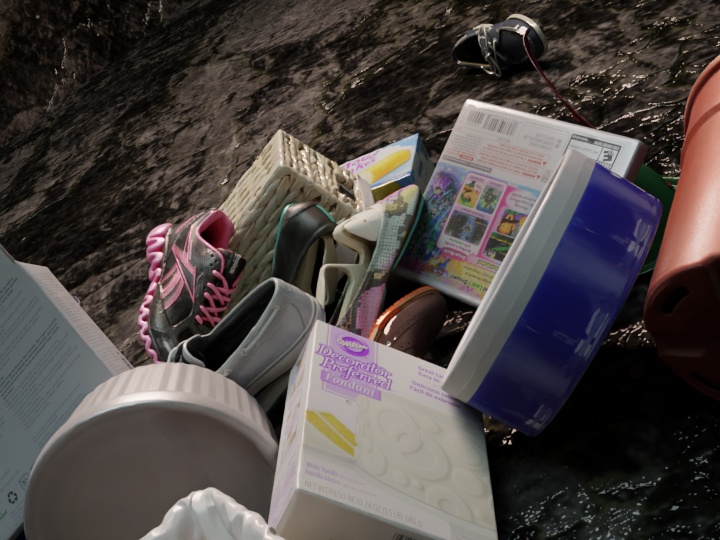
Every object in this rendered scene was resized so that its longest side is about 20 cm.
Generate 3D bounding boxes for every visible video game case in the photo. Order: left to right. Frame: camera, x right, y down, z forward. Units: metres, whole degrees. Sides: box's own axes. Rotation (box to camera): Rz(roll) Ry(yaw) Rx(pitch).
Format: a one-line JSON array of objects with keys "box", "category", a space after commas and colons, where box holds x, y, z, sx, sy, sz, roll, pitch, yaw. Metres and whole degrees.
[{"box": [0.136, -0.052, 0.944, 0.199, 0.024, 0.184, 23, 87, 42], "category": "video game case"}]

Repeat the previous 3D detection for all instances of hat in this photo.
[{"box": [0.199, -0.105, 0.945, 0.165, 0.177, 0.199, -40, 27, -22], "category": "hat"}]

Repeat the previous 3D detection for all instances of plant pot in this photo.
[{"box": [0.289, -0.022, 0.701, 0.199, 0.201, 0.196, -3, 43, 44], "category": "plant pot"}]

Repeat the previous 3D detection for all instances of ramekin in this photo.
[{"box": [-0.147, 0.164, 0.800, 0.200, 0.204, 0.094, -26, 22, 7], "category": "ramekin"}]

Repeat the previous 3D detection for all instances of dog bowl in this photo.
[{"box": [0.139, 0.017, 0.772, 0.202, 0.078, 0.200, -61, -5, -9], "category": "dog bowl"}]

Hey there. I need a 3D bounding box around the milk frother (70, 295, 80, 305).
[{"box": [-0.288, 0.166, 0.960, 0.179, 0.189, 0.200, -28, 25, 5], "category": "milk frother"}]

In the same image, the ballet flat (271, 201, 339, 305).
[{"box": [-0.062, 0.035, 1.007, 0.068, 0.203, 0.068, 22, 20, 29], "category": "ballet flat"}]

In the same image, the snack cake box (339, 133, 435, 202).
[{"box": [-0.009, -0.080, 1.258, 0.198, 0.068, 0.116, -20, 27, 19], "category": "snack cake box"}]

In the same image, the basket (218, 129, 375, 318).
[{"box": [-0.089, -0.028, 1.099, 0.201, 0.123, 0.136, -52, 19, 16], "category": "basket"}]

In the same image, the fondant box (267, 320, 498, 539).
[{"box": [0.017, 0.132, 0.746, 0.201, 0.143, 0.059, -88, 22, -62], "category": "fondant box"}]

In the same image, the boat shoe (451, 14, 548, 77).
[{"box": [0.191, -0.315, 1.468, 0.062, 0.075, 0.200, -34, 24, -14], "category": "boat shoe"}]

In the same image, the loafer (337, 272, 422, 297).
[{"box": [0.052, -0.001, 1.057, 0.199, 0.073, 0.071, -12, 40, 45], "category": "loafer"}]

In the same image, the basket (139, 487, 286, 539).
[{"box": [-0.082, 0.265, 0.585, 0.200, 0.162, 0.197, -41, 27, -21], "category": "basket"}]

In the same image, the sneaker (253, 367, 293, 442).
[{"box": [-0.106, 0.137, 0.905, 0.200, 0.078, 0.080, -45, 48, 0], "category": "sneaker"}]

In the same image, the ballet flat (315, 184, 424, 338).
[{"box": [0.000, 0.000, 0.961, 0.202, 0.070, 0.069, -71, 13, -17], "category": "ballet flat"}]

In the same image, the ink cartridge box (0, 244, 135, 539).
[{"box": [-0.302, 0.100, 0.881, 0.200, 0.200, 0.041, -46, -10, 14], "category": "ink cartridge box"}]

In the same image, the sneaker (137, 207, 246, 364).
[{"box": [-0.149, 0.020, 0.972, 0.095, 0.079, 0.202, -25, 49, 18], "category": "sneaker"}]

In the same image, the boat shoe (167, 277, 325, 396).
[{"box": [-0.121, 0.078, 0.856, 0.200, 0.071, 0.070, -41, 36, 12], "category": "boat shoe"}]

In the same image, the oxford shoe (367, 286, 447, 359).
[{"box": [0.033, 0.097, 0.902, 0.072, 0.072, 0.201, 14, 54, 34], "category": "oxford shoe"}]
